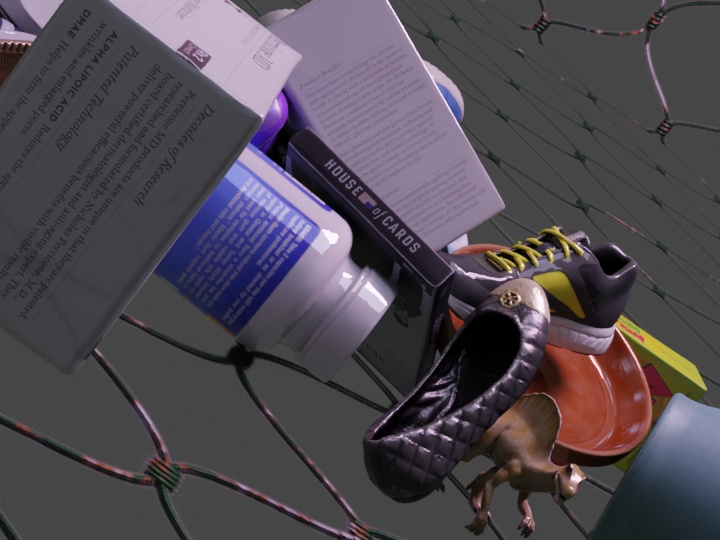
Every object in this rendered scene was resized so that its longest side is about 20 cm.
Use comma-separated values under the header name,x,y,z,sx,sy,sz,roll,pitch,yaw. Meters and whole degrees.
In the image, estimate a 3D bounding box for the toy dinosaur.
name,x,y,z,sx,sy,sz,roll,pitch,yaw
toy dinosaur,0.096,0.120,1.582,0.058,0.101,0.200,28,16,-40

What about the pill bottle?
name,x,y,z,sx,sy,sz,roll,pitch,yaw
pill bottle,-0.076,-0.017,1.549,0.200,0.112,0.112,40,15,-2

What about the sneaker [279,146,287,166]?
name,x,y,z,sx,sy,sz,roll,pitch,yaw
sneaker,-0.071,-0.113,1.797,0.200,0.109,0.070,46,25,27

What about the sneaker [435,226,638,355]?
name,x,y,z,sx,sy,sz,roll,pitch,yaw
sneaker,0.122,0.001,1.658,0.199,0.085,0.074,12,23,-44

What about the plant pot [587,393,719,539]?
name,x,y,z,sx,sy,sz,roll,pitch,yaw
plant pot,0.274,0.193,1.660,0.187,0.201,0.200,30,14,10

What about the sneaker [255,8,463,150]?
name,x,y,z,sx,sy,sz,roll,pitch,yaw
sneaker,0.002,-0.118,1.766,0.199,0.077,0.112,23,46,-36

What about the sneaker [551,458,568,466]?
name,x,y,z,sx,sy,sz,roll,pitch,yaw
sneaker,0.121,0.074,1.799,0.074,0.087,0.200,-10,58,-51

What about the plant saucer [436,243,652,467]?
name,x,y,z,sx,sy,sz,roll,pitch,yaw
plant saucer,0.131,0.066,1.710,0.200,0.032,0.201,26,36,-21

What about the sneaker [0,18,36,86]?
name,x,y,z,sx,sy,sz,roll,pitch,yaw
sneaker,-0.282,-0.166,1.565,0.200,0.070,0.109,12,32,-53

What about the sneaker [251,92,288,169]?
name,x,y,z,sx,sy,sz,roll,pitch,yaw
sneaker,-0.081,-0.077,1.665,0.100,0.070,0.200,50,-21,-8

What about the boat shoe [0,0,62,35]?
name,x,y,z,sx,sy,sz,roll,pitch,yaw
boat shoe,-0.227,-0.159,1.666,0.200,0.063,0.071,55,33,-45

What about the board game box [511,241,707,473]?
name,x,y,z,sx,sy,sz,roll,pitch,yaw
board game box,0.180,0.075,1.908,0.200,0.102,0.048,34,15,-18

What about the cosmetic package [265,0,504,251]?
name,x,y,z,sx,sy,sz,roll,pitch,yaw
cosmetic package,0.007,-0.104,1.657,0.201,0.101,0.071,60,-14,-6

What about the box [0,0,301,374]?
name,x,y,z,sx,sy,sz,roll,pitch,yaw
box,-0.151,-0.074,1.364,0.130,0.200,0.199,37,15,-6

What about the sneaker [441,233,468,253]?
name,x,y,z,sx,sy,sz,roll,pitch,yaw
sneaker,0.056,-0.042,1.765,0.082,0.201,0.074,28,42,25

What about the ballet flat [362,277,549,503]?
name,x,y,z,sx,sy,sz,roll,pitch,yaw
ballet flat,0.070,0.073,1.536,0.066,0.200,0.057,12,-41,35

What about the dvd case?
name,x,y,z,sx,sy,sz,roll,pitch,yaw
dvd case,0.000,0.000,1.633,0.150,0.025,0.200,45,-20,16
